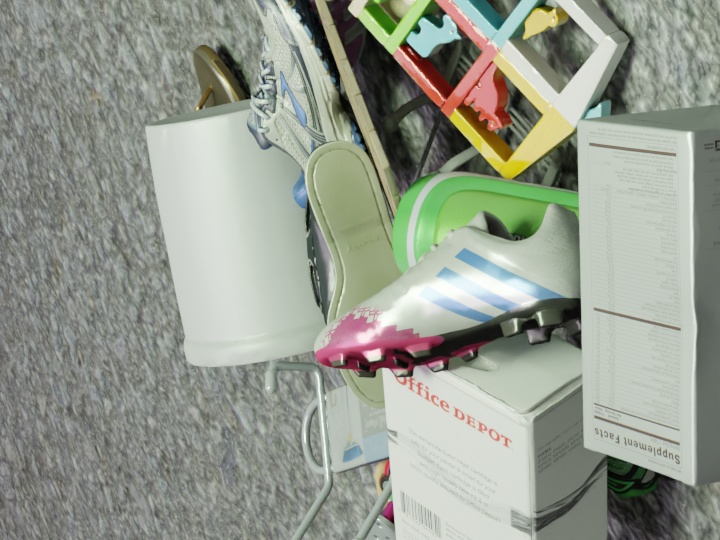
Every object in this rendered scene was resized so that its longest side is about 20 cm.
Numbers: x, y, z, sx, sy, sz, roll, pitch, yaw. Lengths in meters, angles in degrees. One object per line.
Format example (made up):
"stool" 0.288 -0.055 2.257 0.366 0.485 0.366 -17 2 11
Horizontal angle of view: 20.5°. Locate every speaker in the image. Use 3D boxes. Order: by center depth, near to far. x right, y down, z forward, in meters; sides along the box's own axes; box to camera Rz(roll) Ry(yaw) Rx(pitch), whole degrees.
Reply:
"speaker" 0.120 -0.012 1.301 0.199 0.088 0.089 12 119 35

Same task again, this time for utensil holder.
"utensil holder" -0.083 -0.039 1.658 0.170 0.169 0.202 4 107 62

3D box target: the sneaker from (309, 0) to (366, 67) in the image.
"sneaker" -0.060 -0.246 1.591 0.201 0.080 0.088 60 179 -3

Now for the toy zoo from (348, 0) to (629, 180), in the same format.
"toy zoo" 0.092 -0.153 1.322 0.200 0.020 0.131 49 126 14

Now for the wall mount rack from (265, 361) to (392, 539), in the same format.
"wall mount rack" -0.019 0.146 1.544 0.200 0.074 0.176 -25 67 56

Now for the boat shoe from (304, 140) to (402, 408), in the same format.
"boat shoe" -0.002 0.000 1.473 0.066 0.074 0.201 -129 21 -79

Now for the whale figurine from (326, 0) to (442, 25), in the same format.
"whale figurine" 0.007 -0.252 1.432 0.201 0.103 0.159 53 149 17

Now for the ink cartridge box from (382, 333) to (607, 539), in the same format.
"ink cartridge box" 0.092 0.130 1.362 0.145 0.084 0.202 29 138 39

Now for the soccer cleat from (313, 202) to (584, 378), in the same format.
"soccer cleat" 0.059 0.013 1.260 0.198 0.070 0.087 -14 71 28

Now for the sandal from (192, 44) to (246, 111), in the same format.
"sandal" -0.133 -0.106 1.832 0.080 0.054 0.202 32 133 52

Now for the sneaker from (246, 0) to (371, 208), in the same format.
"sneaker" -0.054 -0.134 1.533 0.077 0.084 0.201 -91 -21 -70

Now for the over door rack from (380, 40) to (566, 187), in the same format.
"over door rack" 0.073 -0.052 1.455 0.148 0.066 0.201 52 147 36

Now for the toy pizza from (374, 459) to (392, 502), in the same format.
"toy pizza" 0.088 0.197 1.537 0.199 0.032 0.202 24 133 28

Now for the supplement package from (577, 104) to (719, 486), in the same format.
"supplement package" 0.202 0.010 1.164 0.113 0.109 0.202 16 110 59

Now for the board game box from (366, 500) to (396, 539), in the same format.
"board game box" 0.078 0.281 1.577 0.199 0.026 0.200 35 151 9

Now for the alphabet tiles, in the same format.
"alphabet tiles" 0.005 -0.100 1.427 0.168 0.007 0.201 69 -179 -55

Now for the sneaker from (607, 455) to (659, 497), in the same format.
"sneaker" 0.137 0.109 1.417 0.200 0.077 0.086 24 128 56
